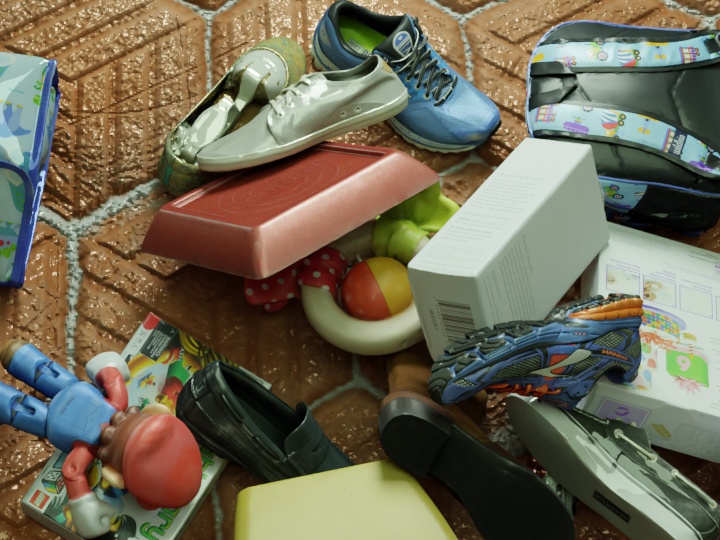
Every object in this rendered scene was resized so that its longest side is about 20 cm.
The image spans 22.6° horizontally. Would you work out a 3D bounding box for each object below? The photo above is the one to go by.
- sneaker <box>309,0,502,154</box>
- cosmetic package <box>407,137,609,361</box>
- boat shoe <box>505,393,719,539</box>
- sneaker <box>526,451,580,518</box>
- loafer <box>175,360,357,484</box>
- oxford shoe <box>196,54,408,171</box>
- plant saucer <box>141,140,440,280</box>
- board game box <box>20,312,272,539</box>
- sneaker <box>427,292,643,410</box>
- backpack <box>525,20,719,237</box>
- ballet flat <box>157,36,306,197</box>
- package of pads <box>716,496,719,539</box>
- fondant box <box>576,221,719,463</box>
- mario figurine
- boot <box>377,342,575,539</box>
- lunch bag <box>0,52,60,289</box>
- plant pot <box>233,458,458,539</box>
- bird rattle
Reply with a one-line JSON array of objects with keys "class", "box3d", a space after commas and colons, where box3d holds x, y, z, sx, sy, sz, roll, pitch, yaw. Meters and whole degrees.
[{"class": "sneaker", "box3d": [0.041, -0.181, 1.659, 0.199, 0.089, 0.079, 31, 68, 7]}, {"class": "cosmetic package", "box3d": [0.128, -0.016, 1.508, 0.074, 0.102, 0.200, 9, 39, 34]}, {"class": "boat shoe", "box3d": [0.205, 0.156, 1.454, 0.200, 0.071, 0.064, 41, 64, 13]}, {"class": "sneaker", "box3d": [0.187, 0.155, 1.534, 0.082, 0.078, 0.201, 13, 66, -2]}, {"class": "loafer", "box3d": [-0.059, 0.145, 1.487, 0.200, 0.070, 0.068, 35, 34, -15]}, {"class": "oxford shoe", "box3d": [-0.055, -0.139, 1.584, 0.199, 0.075, 0.058, -22, 111, -8]}, {"class": "plant saucer", "box3d": [-0.066, -0.062, 1.532, 0.199, 0.199, 0.037, -30, 113, -29]}, {"class": "board game box", "box3d": [-0.179, 0.149, 1.518, 0.126, 0.035, 0.201, 29, 66, 6]}, {"class": "sneaker", "box3d": [0.145, 0.075, 1.409, 0.199, 0.075, 0.079, -15, 94, -22]}, {"class": "backpack", "box3d": [0.241, -0.131, 1.634, 0.198, 0.135, 0.184, 6, 66, -4]}, {"class": "ballet flat", "box3d": [-0.113, -0.150, 1.641, 0.071, 0.071, 0.200, 35, 67, 9]}, {"class": "package of pads", "box3d": [0.343, 0.179, 1.475, 0.075, 0.200, 0.121, 30, 63, 13]}, {"class": "fondant box", "box3d": [0.263, 0.060, 1.553, 0.143, 0.058, 0.201, 16, 43, -6]}, {"class": "mario figurine", "box3d": [-0.216, 0.140, 1.472, 0.199, 0.106, 0.124, 27, 102, 18]}, {"class": "boot", "box3d": [0.092, 0.145, 1.488, 0.187, 0.200, 0.069, 28, 104, -5]}, {"class": "lunch bag", "box3d": [-0.359, -0.093, 1.563, 0.169, 0.127, 0.202, 10, 78, -5]}, {"class": "plant pot", "box3d": [-0.015, 0.265, 1.410, 0.198, 0.201, 0.177, -11, 56, -11]}, {"class": "bird rattle", "box3d": [0.000, 0.000, 1.547, 0.199, 0.113, 0.164, -17, 52, -17]}]
